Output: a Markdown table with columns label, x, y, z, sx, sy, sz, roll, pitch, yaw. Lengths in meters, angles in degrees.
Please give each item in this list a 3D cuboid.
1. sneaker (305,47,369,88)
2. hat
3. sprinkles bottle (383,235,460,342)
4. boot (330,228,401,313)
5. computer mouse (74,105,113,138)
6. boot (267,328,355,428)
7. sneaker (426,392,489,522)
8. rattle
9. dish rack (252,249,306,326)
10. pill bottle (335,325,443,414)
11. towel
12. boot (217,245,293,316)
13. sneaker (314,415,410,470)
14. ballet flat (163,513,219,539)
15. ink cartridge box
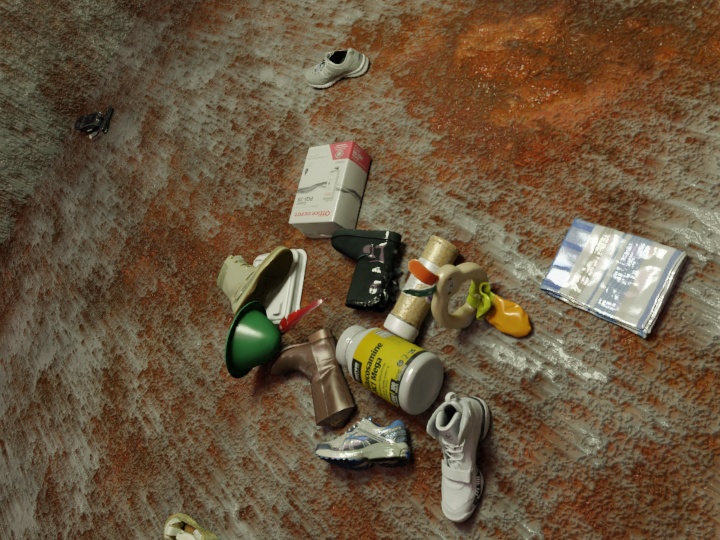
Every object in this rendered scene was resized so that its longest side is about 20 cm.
| label | x | y | z | sx | sy | sz | roll | pitch | yaw |
| --- | --- | --- | --- | --- | --- | --- | --- | --- | --- |
| sneaker | -0.074 | -0.543 | 1.559 | 0.197 | 0.082 | 0.076 | -7 | 65 | 36 |
| hat | -0.176 | 0.163 | 1.273 | 0.173 | 0.203 | 0.167 | 15 | 46 | 19 |
| sprinkles bottle | 0.118 | 0.035 | 1.148 | 0.068 | 0.068 | 0.203 | 26 | 87 | 42 |
| boot | 0.000 | 0.000 | 1.261 | 0.195 | 0.073 | 0.166 | 3 | 75 | 38 |
| computer mouse | -1.072 | -0.575 | 2.391 | 0.196 | 0.046 | 0.143 | -12 | 58 | 21 |
| boot | -0.105 | 0.248 | 1.238 | 0.185 | 0.064 | 0.203 | -35 | 57 | 24 |
| sneaker | 0.151 | 0.299 | 0.968 | 0.074 | 0.114 | 0.204 | 1 | 71 | 38 |
| rattle | 0.176 | 0.057 | 1.004 | 0.130 | 0.199 | 0.144 | -42 | 50 | 14 |
| dish rack | -0.213 | 0.043 | 1.425 | 0.169 | 0.043 | 0.204 | -9 | 64 | 36 |
| pill bottle | 0.048 | 0.176 | 1.109 | 0.198 | 0.112 | 0.114 | 21 | 83 | 42 |
| towel | 0.405 | 0.004 | 0.967 | 0.198 | 0.024 | 0.149 | 28 | 87 | 43 |
| boot | -0.254 | -0.001 | 1.404 | 0.201 | 0.072 | 0.155 | -52 | 46 | 6 |
| sneaker | 0.006 | 0.321 | 1.113 | 0.196 | 0.077 | 0.087 | -11 | 53 | 26 |
| ballet flat | -0.385 | 0.577 | 1.297 | 0.197 | 0.070 | 0.072 | 3 | 71 | 39 |
| ink cartridge box | -0.070 | -0.186 | 1.390 | 0.144 | 0.082 | 0.204 | 1 | 70 | 38 |
